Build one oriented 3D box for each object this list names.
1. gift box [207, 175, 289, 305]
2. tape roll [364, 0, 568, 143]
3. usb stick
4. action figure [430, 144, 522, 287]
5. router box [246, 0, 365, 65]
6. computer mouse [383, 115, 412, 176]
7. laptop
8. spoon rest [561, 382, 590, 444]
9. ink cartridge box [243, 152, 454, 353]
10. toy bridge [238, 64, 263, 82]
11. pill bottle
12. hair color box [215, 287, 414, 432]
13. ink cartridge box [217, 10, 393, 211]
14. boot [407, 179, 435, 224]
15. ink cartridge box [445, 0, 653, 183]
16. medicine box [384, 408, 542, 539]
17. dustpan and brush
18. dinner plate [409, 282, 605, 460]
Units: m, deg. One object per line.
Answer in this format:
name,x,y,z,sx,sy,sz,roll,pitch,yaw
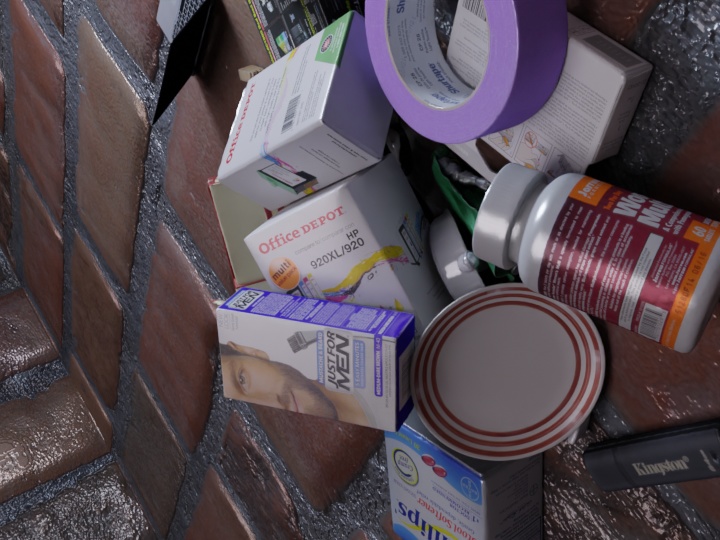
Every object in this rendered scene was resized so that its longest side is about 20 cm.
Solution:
gift box,-0.113,-0.043,1.122,0.185,0.199,0.188,-120,15,-79
tape roll,0.090,-0.221,0.780,0.200,0.065,0.201,31,131,43
usb stick,0.294,0.183,0.838,0.200,0.033,0.056,-35,79,58
action figure,0.123,-0.065,0.899,0.118,0.055,0.200,47,-170,-53
router box,-0.067,-0.316,1.038,0.150,0.062,0.201,-16,96,58
computer mouse,0.052,-0.194,0.973,0.058,0.034,0.201,24,137,20
laptop,-0.297,-0.366,1.302,0.200,0.116,0.187,57,147,15
spoon rest,0.166,0.111,0.949,0.200,0.099,0.061,31,114,24
ink cartridge box,0.000,0.000,0.954,0.147,0.145,0.201,-25,100,28
toy bridge,-0.137,-0.194,1.254,0.067,0.027,0.201,26,130,45
pill bottle,0.203,-0.017,0.727,0.199,0.110,0.110,24,131,24
hair color box,-0.046,0.090,0.890,0.199,0.065,0.110,8,115,22
ink cartridge box,-0.057,-0.167,0.936,0.200,0.084,0.145,-18,51,48
boot,0.055,-0.016,1.034,0.201,0.074,0.097,65,151,6
ink cartridge box,0.158,-0.161,0.814,0.200,0.045,0.177,46,142,31
medicine box,0.129,0.278,1.082,0.182,0.103,0.201,25,129,47
dustpan and brush,0.112,-0.005,0.908,0.057,0.200,0.140,-27,86,18
dinner plate,0.148,0.103,0.874,0.024,0.199,0.201,-93,-6,-70
